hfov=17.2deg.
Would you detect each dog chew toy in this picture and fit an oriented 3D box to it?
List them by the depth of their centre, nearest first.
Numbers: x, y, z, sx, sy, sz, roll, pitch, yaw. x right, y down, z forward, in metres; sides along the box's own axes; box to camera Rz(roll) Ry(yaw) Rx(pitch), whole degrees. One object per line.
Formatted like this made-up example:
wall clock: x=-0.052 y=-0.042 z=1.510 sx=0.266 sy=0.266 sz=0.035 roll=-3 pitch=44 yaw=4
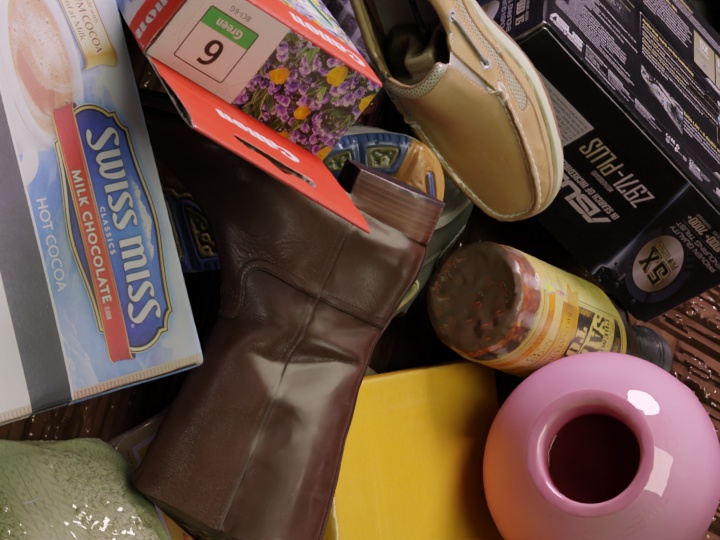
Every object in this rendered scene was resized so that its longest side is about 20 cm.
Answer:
dog chew toy: x=0.135 y=0.117 z=1.284 sx=0.200 sy=0.124 sz=0.125 roll=51 pitch=45 yaw=-71

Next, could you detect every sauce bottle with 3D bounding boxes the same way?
sauce bottle: x=0.112 y=0.033 z=1.307 sx=0.200 sy=0.066 sz=0.066 roll=18 pitch=72 yaw=-53

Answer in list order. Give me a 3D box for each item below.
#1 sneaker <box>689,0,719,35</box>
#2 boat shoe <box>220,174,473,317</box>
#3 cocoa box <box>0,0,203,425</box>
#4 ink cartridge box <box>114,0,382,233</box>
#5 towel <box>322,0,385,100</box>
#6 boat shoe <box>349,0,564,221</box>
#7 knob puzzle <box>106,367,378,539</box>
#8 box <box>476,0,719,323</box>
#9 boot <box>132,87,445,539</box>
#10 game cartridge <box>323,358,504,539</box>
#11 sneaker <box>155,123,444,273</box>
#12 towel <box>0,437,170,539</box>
sneaker: x=0.194 y=-0.215 z=1.428 sx=0.099 sy=0.078 sz=0.200 roll=-46 pitch=111 yaw=-28
boat shoe: x=-0.003 y=-0.001 z=1.243 sx=0.202 sy=0.072 sz=0.060 roll=-38 pitch=134 yaw=-46
cocoa box: x=-0.176 y=-0.033 z=1.059 sx=0.131 sy=0.133 sz=0.201 roll=-16 pitch=94 yaw=-39
ink cartridge box: x=-0.052 y=-0.106 z=1.069 sx=0.109 sy=0.200 sz=0.050 roll=30 pitch=107 yaw=-35
towel: x=-0.021 y=-0.205 z=1.242 sx=0.166 sy=0.085 sz=0.200 roll=40 pitch=61 yaw=-29
boat shoe: x=0.034 y=-0.100 z=1.176 sx=0.200 sy=0.072 sz=0.076 roll=57 pitch=28 yaw=-18
knob puzzle: x=-0.018 y=0.128 z=1.235 sx=0.219 sy=0.030 sz=0.220 roll=7 pitch=79 yaw=-39
box: x=0.132 y=-0.100 z=1.314 sx=0.200 sy=0.086 sz=0.164 roll=43 pitch=34 yaw=-27
boot: x=-0.076 y=0.028 z=1.121 sx=0.186 sy=0.064 sz=0.200 roll=22 pitch=96 yaw=-4
game cartridge: x=0.027 y=0.152 z=1.233 sx=0.176 sy=0.032 sz=0.201 roll=-6 pitch=88 yaw=-57
sneaker: x=-0.062 y=-0.042 z=1.194 sx=0.199 sy=0.088 sz=0.076 roll=4 pitch=101 yaw=-13
towel: x=-0.130 y=0.157 z=1.073 sx=0.148 sy=0.037 sz=0.200 roll=-4 pitch=53 yaw=-43
